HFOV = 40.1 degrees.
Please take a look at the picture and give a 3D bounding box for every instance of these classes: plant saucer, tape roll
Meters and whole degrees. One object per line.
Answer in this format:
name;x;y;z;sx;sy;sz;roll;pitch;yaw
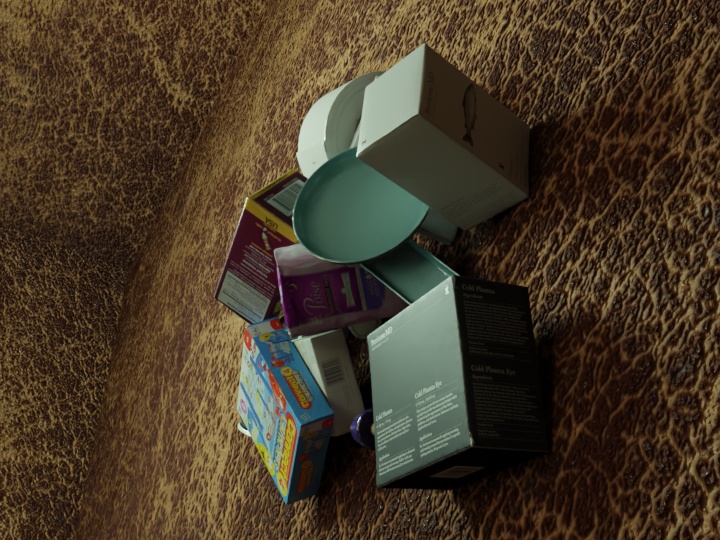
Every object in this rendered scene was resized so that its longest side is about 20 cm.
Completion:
plant saucer;0.083;0.017;1.261;0.070;0.019;0.200;-49;53;-3
tape roll;0.017;-0.191;1.510;0.139;0.200;0.206;0;70;69
plant saucer;0.005;-0.086;1.324;0.197;0.028;0.203;-11;52;14

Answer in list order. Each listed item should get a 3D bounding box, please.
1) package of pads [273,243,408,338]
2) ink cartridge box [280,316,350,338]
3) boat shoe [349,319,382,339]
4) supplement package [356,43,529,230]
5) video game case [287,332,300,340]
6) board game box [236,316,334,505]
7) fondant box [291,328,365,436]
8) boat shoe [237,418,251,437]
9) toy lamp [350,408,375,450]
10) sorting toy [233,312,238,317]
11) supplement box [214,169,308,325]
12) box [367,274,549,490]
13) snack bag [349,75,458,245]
package of pads;-0.017;0.012;1.376;0.076;0.197;0.122;-102;1;-69
ink cartridge box;-0.084;0.038;1.671;0.199;0.083;0.147;16;84;60
boat shoe;0.000;0.000;1.491;0.062;0.074;0.203;-100;-1;-79
supplement package;0.107;-0.162;1.234;0.117;0.199;0.118;-27;44;42
video game case;-0.100;0.102;1.788;0.181;0.023;0.203;-3;69;68
board game box;-0.118;0.212;1.486;0.197;0.055;0.202;55;148;37
fondant box;-0.069;0.174;1.496;0.199;0.057;0.147;-20;86;65
boat shoe;-0.154;0.271;1.695;0.199;0.073;0.061;12;82;67
toy lamp;0.042;0.207;1.283;0.199;0.058;0.059;-18;54;66
sorting toy;-0.149;-0.006;1.692;0.184;0.036;0.203;10;84;60
supplement box;-0.126;-0.030;1.499;0.131;0.103;0.202;-42;-19;-51
box;0.101;0.131;1.090;0.200;0.103;0.185;-38;50;54
snack bag;0.075;-0.160;1.381;0.191;0.198;0.021;-67;-12;6
